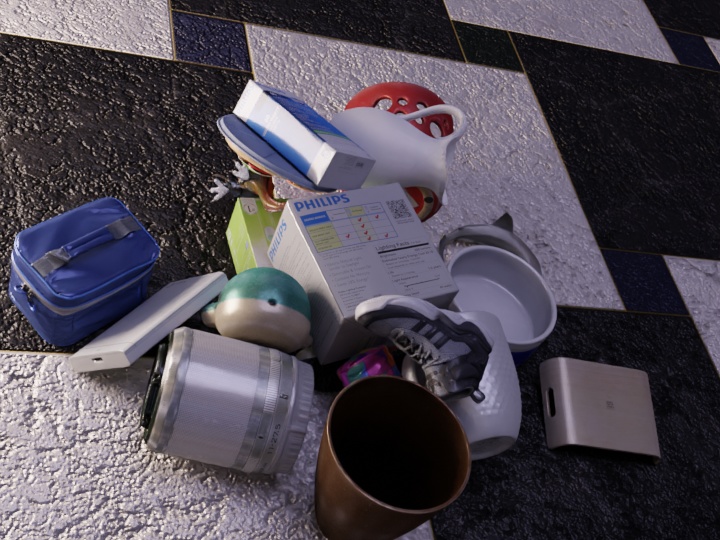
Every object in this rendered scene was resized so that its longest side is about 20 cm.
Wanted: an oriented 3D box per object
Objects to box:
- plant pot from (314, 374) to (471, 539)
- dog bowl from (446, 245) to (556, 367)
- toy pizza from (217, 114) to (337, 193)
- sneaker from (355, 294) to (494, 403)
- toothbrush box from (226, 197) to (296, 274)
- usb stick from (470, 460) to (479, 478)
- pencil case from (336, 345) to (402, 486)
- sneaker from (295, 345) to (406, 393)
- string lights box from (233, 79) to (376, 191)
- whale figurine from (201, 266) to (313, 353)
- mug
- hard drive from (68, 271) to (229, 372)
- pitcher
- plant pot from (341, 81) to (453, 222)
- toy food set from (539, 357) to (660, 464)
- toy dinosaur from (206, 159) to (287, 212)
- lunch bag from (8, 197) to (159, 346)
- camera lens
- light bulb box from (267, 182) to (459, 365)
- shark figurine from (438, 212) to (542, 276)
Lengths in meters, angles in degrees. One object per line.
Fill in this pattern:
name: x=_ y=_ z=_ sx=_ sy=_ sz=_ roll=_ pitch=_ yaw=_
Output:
plant pot: x=0.015 y=0.266 z=1.254 sx=0.185 sy=0.201 sz=0.188 roll=14 pitch=46 yaw=-15
dog bowl: x=0.215 y=0.059 z=1.623 sx=0.198 sy=0.079 sz=0.202 roll=14 pitch=47 yaw=-15
toy pizza: x=-0.122 y=-0.162 z=1.441 sx=0.199 sy=0.032 sz=0.201 roll=29 pitch=18 yaw=-10
sneaker: x=0.083 y=0.107 z=1.278 sx=0.198 sy=0.075 sz=0.115 roll=17 pitch=58 yaw=-19
toothbrush box: x=-0.110 y=-0.010 z=1.523 sx=0.144 sy=0.086 sz=0.202 roll=0 pitch=53 yaw=-25
usb stick: x=0.135 y=0.216 z=1.478 sx=0.055 sy=0.033 sz=0.202 roll=3 pitch=50 yaw=-14
pencil case: x=0.040 y=0.205 z=1.361 sx=0.088 sy=0.088 sz=0.202 roll=-24 pitch=88 yaw=-39
sneaker: x=-0.021 y=0.120 z=1.475 sx=0.198 sy=0.071 sz=0.094 roll=-6 pitch=36 yaw=-27
string lights box: x=-0.082 y=-0.196 z=1.445 sx=0.200 sy=0.059 sz=0.102 roll=42 pitch=21 yaw=29
whale figurine: x=-0.138 y=0.062 z=1.359 sx=0.157 sy=0.200 sz=0.105 roll=13 pitch=67 yaw=-11
mug: x=0.134 y=0.164 z=1.386 sx=0.199 sy=0.147 sz=0.177 roll=14 pitch=50 yaw=-42
hard drive: x=-0.284 y=0.069 z=1.345 sx=0.200 sy=0.131 sz=0.027 roll=-42 pitch=112 yaw=-44
pitcher: x=0.056 y=-0.198 z=1.524 sx=0.198 sy=0.122 sz=0.173 roll=14 pitch=59 yaw=11
plant pot: x=0.056 y=-0.187 z=1.688 sx=0.198 sy=0.201 sz=0.184 roll=16 pitch=54 yaw=-12
toy food set: x=0.382 y=0.226 z=1.580 sx=0.197 sy=0.061 sz=0.145 roll=10 pitch=59 yaw=-16
toy dinosaur: x=-0.165 y=-0.132 z=1.530 sx=0.200 sy=0.105 sz=0.181 roll=45 pitch=17 yaw=13
lunch bag: x=-0.382 y=-0.004 z=1.351 sx=0.136 sy=0.133 sz=0.199 roll=43 pitch=46 yaw=15
camera lens: x=-0.174 y=0.169 z=1.278 sx=0.198 sy=0.161 sz=0.161 roll=15 pitch=46 yaw=-14
light bulb box: x=0.000 y=0.000 z=1.419 sx=0.196 sy=0.125 sz=0.201 roll=-11 pitch=60 yaw=-30
shark figurine: x=0.222 y=-0.066 z=1.734 sx=0.212 sy=0.090 sz=0.129 roll=10 pitch=46 yaw=-20
